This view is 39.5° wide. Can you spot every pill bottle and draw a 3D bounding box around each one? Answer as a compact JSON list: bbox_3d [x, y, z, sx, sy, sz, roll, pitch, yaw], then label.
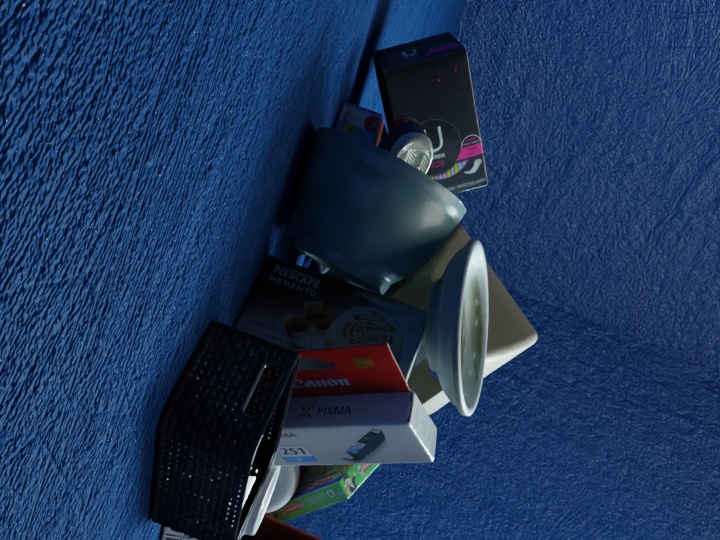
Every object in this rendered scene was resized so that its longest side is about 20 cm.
[{"bbox_3d":[-0.127,0.260,1.445,0.200,0.111,0.114,-55,165,-78],"label":"pill bottle"}]

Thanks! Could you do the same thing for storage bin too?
[{"bbox_3d":[-0.135,0.167,0.993,0.201,0.093,0.136,105,6,-46],"label":"storage bin"}]

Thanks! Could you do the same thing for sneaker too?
[{"bbox_3d":[0.037,-0.120,1.359,0.201,0.074,0.085,-59,-150,35],"label":"sneaker"}]

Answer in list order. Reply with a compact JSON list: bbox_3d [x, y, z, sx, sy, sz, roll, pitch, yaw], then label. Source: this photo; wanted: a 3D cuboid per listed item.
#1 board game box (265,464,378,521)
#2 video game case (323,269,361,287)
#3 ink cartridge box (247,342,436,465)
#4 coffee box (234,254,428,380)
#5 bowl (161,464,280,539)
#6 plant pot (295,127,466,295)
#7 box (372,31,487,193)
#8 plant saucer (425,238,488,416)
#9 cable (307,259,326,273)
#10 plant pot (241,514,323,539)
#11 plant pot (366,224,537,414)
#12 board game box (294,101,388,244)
[{"bbox_3d":[-0.056,0.301,1.431,0.199,0.029,0.134,-29,-175,39],"label":"board game box"},{"bbox_3d":[0.000,0.000,1.354,0.199,0.022,0.182,-23,-171,38],"label":"video game case"},{"bbox_3d":[-0.037,0.150,1.076,0.177,0.197,0.045,60,32,-47],"label":"ink cartridge box"},{"bbox_3d":[-0.035,0.078,1.142,0.080,0.197,0.115,102,10,-52],"label":"coffee box"},{"bbox_3d":[-0.153,0.254,1.184,0.201,0.093,0.203,21,90,-86],"label":"bowl"},{"bbox_3d":[0.004,-0.057,1.165,0.135,0.199,0.200,-61,176,-4],"label":"plant pot"},{"bbox_3d":[0.099,-0.215,1.417,0.106,0.120,0.202,-107,-177,-63],"label":"box"},{"bbox_3d":[0.110,0.064,1.158,0.200,0.049,0.203,3,90,-74],"label":"plant saucer"},{"bbox_3d":[-0.079,0.061,1.570,0.163,0.050,0.202,94,17,-76],"label":"cable"},{"bbox_3d":[-0.165,0.448,1.385,0.176,0.198,0.202,128,-15,-66],"label":"plant pot"},{"bbox_3d":[0.093,0.082,1.350,0.199,0.201,0.177,-37,176,19],"label":"plant pot"},{"bbox_3d":[-0.023,-0.118,1.406,0.196,0.055,0.203,7,103,-86],"label":"board game box"}]
